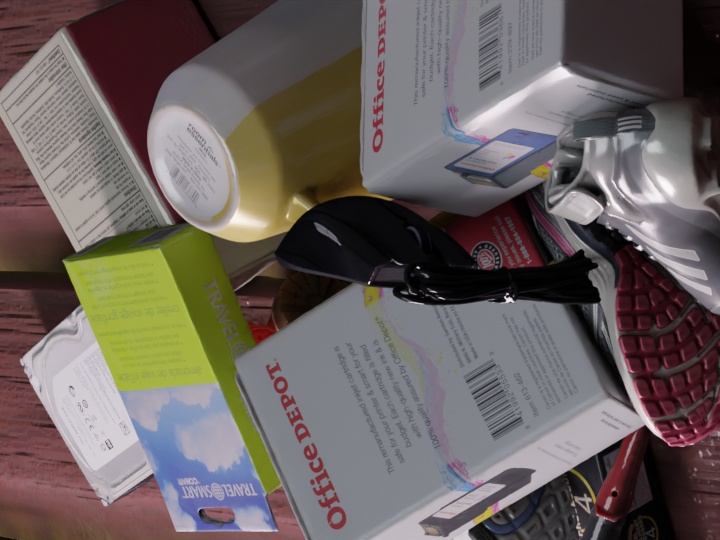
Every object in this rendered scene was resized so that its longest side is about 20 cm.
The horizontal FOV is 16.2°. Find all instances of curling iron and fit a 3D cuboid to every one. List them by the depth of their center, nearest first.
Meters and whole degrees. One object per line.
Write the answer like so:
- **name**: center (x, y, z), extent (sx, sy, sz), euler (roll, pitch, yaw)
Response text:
- **curling iron**: center (0.156, 0.140, 1.492), extent (0.050, 0.025, 0.201), euler (39, 109, 40)

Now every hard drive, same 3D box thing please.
- **hard drive**: center (-0.180, 0.089, 1.932), extent (0.140, 0.038, 0.200), euler (59, 143, 3)

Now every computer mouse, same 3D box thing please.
- **computer mouse**: center (0.046, -0.014, 1.408), extent (0.200, 0.140, 0.046), euler (16, 103, 63)

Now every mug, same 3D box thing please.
- **mug**: center (-0.036, -0.088, 1.546), extent (0.186, 0.153, 0.150), euler (11, 120, 46)

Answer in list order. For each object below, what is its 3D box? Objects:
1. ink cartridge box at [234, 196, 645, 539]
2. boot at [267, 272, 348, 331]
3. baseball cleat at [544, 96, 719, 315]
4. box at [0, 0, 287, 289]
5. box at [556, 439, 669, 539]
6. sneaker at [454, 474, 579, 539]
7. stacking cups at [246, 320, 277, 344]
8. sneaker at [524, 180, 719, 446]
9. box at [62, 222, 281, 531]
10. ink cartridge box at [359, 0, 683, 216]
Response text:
- **ink cartridge box**: center (0.046, 0.070, 1.489), extent (0.200, 0.083, 0.146), euler (-32, 66, 15)
- **boot**: center (-0.003, 0.106, 1.704), extent (0.200, 0.075, 0.107), euler (59, 148, 19)
- **baseball cleat**: center (0.157, -0.036, 1.346), extent (0.106, 0.070, 0.200), euler (0, 151, 18)
- **box**: center (-0.140, -0.073, 1.718), extent (0.128, 0.109, 0.201), euler (-33, 86, 53)
- **box**: center (0.133, 0.192, 1.605), extent (0.161, 0.049, 0.201), euler (2, 112, 53)
- **sneaker**: center (0.066, 0.130, 1.572), extent (0.200, 0.074, 0.087), euler (50, 156, 26)
- **stacking cups**: center (-0.106, 0.063, 1.744), extent (0.200, 0.060, 0.061), euler (1, 114, 68)
- **sneaker**: center (0.155, 0.004, 1.445), extent (0.201, 0.080, 0.075), euler (68, 159, 4)
- **box**: center (-0.111, 0.071, 1.646), extent (0.122, 0.048, 0.201), euler (-7, 109, 51)
- **ink cartridge box**: center (0.084, -0.131, 1.378), extent (0.200, 0.087, 0.146), euler (-28, 55, 52)
